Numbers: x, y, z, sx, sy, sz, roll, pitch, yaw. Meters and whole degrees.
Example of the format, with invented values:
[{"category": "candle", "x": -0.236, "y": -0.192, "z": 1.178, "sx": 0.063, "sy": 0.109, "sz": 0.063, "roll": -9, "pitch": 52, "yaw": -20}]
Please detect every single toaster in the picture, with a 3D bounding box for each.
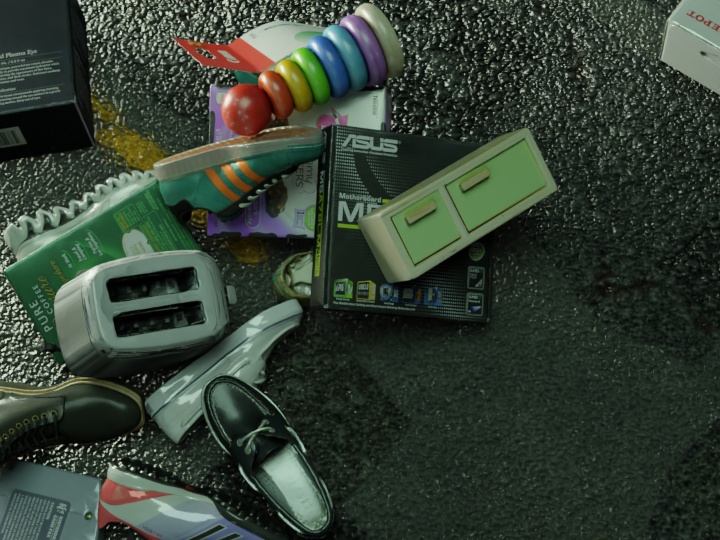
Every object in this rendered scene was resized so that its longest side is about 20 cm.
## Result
[{"category": "toaster", "x": -0.229, "y": 0.043, "z": 1.466, "sx": 0.198, "sy": 0.129, "sz": 0.115, "roll": -7, "pitch": 80, "yaw": -27}]

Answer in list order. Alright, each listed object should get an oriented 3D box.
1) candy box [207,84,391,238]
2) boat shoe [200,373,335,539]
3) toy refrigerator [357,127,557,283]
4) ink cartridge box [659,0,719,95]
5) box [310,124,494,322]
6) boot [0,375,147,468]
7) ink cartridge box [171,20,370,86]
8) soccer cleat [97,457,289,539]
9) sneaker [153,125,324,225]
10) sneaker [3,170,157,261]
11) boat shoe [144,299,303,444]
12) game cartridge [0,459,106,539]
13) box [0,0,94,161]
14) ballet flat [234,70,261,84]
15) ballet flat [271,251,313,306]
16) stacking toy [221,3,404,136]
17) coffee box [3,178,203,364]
[{"category": "candy box", "x": -0.066, "y": -0.120, "z": 1.584, "sx": 0.198, "sy": 0.072, "sz": 0.170, "roll": 1, "pitch": 91, "yaw": 6}, {"category": "boat shoe", "x": -0.091, "y": 0.186, "z": 1.451, "sx": 0.076, "sy": 0.060, "sz": 0.200, "roll": -41, "pitch": 86, "yaw": -10}, {"category": "toy refrigerator", "x": 0.103, "y": -0.069, "z": 1.482, "sx": 0.199, "sy": 0.070, "sz": 0.076, "roll": -30, "pitch": 98, "yaw": -22}, {"category": "ink cartridge box", "x": 0.464, "y": -0.301, "z": 1.662, "sx": 0.144, "sy": 0.084, "sz": 0.200, "roll": 34, "pitch": 70, "yaw": 19}, {"category": "box", "x": 0.048, "y": -0.048, "z": 1.519, "sx": 0.198, "sy": 0.047, "sz": 0.195, "roll": 6, "pitch": 86, "yaw": -22}, {"category": "boot", "x": -0.331, "y": 0.170, "z": 1.460, "sx": 0.198, "sy": 0.138, "sz": 0.078, "roll": -5, "pitch": 108, "yaw": 12}, {"category": "ink cartridge box", "x": -0.098, "y": -0.254, "z": 1.609, "sx": 0.198, "sy": 0.161, "sz": 0.051, "roll": 7, "pitch": 106, "yaw": -22}, {"category": "soccer cleat", "x": -0.172, "y": 0.257, "z": 1.454, "sx": 0.198, "sy": 0.068, "sz": 0.074, "roll": 20, "pitch": 93, "yaw": -1}, {"category": "sneaker", "x": -0.122, "y": -0.100, "z": 1.516, "sx": 0.198, "sy": 0.071, "sz": 0.081, "roll": -11, "pitch": 106, "yaw": 23}, {"category": "sneaker", "x": -0.298, "y": -0.049, "z": 1.610, "sx": 0.199, "sy": 0.075, "sz": 0.082, "roll": -26, "pitch": 79, "yaw": -6}, {"category": "boat shoe", "x": -0.134, "y": 0.109, "z": 1.524, "sx": 0.199, "sy": 0.074, "sz": 0.066, "roll": -37, "pitch": 82, "yaw": -9}, {"category": "game cartridge", "x": -0.337, "y": 0.301, "z": 1.459, "sx": 0.132, "sy": 0.041, "sz": 0.202, "roll": 10, "pitch": 66, "yaw": 13}, {"category": "box", "x": -0.425, "y": -0.233, "z": 1.680, "sx": 0.198, "sy": 0.104, "sz": 0.184, "roll": -9, "pitch": 65, "yaw": -1}, {"category": "ballet flat", "x": -0.055, "y": -0.195, "z": 1.663, "sx": 0.199, "sy": 0.068, "sz": 0.067, "roll": 38, "pitch": 68, "yaw": 9}, {"category": "ballet flat", "x": 0.000, "y": 0.000, "z": 1.561, "sx": 0.198, "sy": 0.071, "sz": 0.071, "roll": -9, "pitch": 64, "yaw": 0}, {"category": "stacking toy", "x": -0.056, "y": -0.203, "z": 1.502, "sx": 0.199, "sy": 0.086, "sz": 0.086, "roll": -29, "pitch": 66, "yaw": -12}, {"category": "coffee box", "x": -0.277, "y": 0.000, "z": 1.563, "sx": 0.199, "sy": 0.044, "sz": 0.124, "roll": -33, "pitch": 101, "yaw": -11}]
